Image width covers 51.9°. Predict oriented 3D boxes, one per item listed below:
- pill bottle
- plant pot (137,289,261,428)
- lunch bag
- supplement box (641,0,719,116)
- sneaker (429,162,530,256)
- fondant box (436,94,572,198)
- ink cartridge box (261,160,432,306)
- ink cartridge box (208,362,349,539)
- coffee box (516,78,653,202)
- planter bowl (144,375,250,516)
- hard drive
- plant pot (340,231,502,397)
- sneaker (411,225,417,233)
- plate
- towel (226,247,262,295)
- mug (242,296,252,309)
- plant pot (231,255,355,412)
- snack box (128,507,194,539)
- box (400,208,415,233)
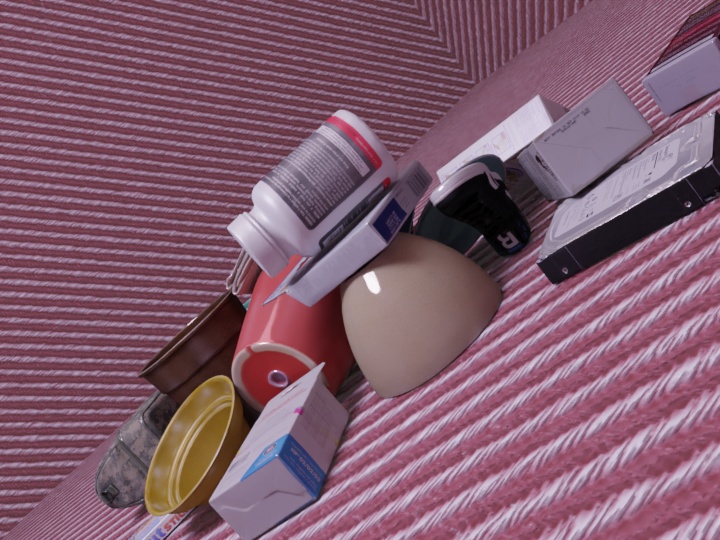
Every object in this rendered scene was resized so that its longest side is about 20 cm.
[{"bbox_3d":[-0.060,-0.088,0.888,0.200,0.111,0.111,-43,9,-8],"label":"pill bottle"},{"bbox_3d":[-0.211,0.168,1.173,0.200,0.199,0.200,-39,10,8],"label":"plant pot"},{"bbox_3d":[-0.386,0.327,1.346,0.167,0.140,0.200,-39,8,8],"label":"lunch bag"},{"bbox_3d":[0.459,-0.295,0.964,0.200,0.061,0.109,-48,12,-32],"label":"supplement box"},{"bbox_3d":[0.166,-0.070,0.938,0.073,0.113,0.199,-38,-12,25],"label":"sneaker"},{"bbox_3d":[0.235,-0.172,1.126,0.199,0.059,0.143,-36,-25,34],"label":"fondant box"},{"bbox_3d":[-0.013,-0.036,0.935,0.199,0.041,0.200,-36,11,35],"label":"ink cartridge box"},{"bbox_3d":[-0.084,0.205,0.869,0.115,0.068,0.200,-37,10,24],"label":"ink cartridge box"},{"bbox_3d":[0.266,-0.150,0.903,0.113,0.080,0.200,-37,-2,8],"label":"coffee box"},{"bbox_3d":[-0.205,0.254,1.017,0.200,0.083,0.202,-39,30,28],"label":"planter bowl"},{"bbox_3d":[0.279,-0.075,0.760,0.199,0.038,0.140,-33,13,39],"label":"hard drive"},{"bbox_3d":[0.052,0.033,0.896,0.200,0.135,0.200,-40,8,7],"label":"plant pot"},{"bbox_3d":[0.103,-0.033,1.235,0.085,0.078,0.200,-51,2,-17],"label":"sneaker"},{"bbox_3d":[0.135,-0.082,1.062,0.199,0.026,0.202,-35,-33,-26],"label":"plate"},{"bbox_3d":[-0.127,-0.027,1.166,0.199,0.034,0.134,-3,-57,-63],"label":"towel"},{"bbox_3d":[-0.230,0.123,1.736,0.184,0.115,0.152,-36,11,34],"label":"mug"},{"bbox_3d":[-0.087,0.100,1.049,0.200,0.200,0.178,-35,19,33],"label":"plant pot"},{"bbox_3d":[-0.315,0.395,1.091,0.200,0.024,0.072,-44,10,-15],"label":"snack box"},{"bbox_3d":[-0.001,-0.038,1.245,0.200,0.116,0.199,-178,101,-78],"label":"box"}]
